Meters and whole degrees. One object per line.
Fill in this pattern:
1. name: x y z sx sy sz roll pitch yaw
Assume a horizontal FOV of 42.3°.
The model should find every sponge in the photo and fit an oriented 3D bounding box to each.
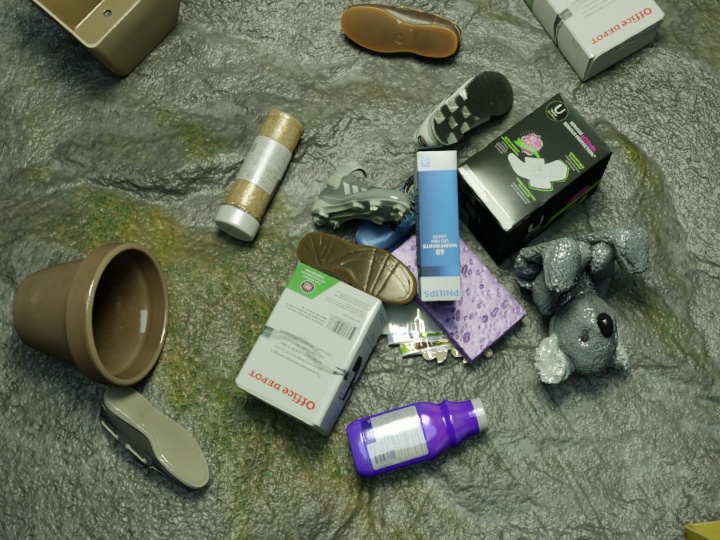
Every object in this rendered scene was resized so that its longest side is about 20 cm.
1. sponge: 0.139 0.026 1.379 0.111 0.030 0.201 -39 76 -10

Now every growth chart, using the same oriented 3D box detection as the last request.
1. growth chart: 0.101 0.065 1.392 0.196 0.018 0.148 3 73 4

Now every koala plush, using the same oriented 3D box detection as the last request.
1. koala plush: 0.311 0.055 1.323 0.174 0.183 0.204 -12 88 -23

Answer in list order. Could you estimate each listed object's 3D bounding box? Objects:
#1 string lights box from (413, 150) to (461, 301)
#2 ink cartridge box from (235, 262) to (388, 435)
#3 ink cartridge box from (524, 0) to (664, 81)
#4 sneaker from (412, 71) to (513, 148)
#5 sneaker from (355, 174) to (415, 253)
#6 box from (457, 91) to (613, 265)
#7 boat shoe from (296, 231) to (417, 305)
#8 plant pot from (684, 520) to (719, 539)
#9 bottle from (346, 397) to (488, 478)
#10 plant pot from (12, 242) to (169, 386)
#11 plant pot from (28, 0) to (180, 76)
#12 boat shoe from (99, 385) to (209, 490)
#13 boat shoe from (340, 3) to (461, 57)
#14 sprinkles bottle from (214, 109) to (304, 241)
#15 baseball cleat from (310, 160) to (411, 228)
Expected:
1. string lights box: 0.107 -0.060 1.310 0.058 0.103 0.204 -2 90 1
2. ink cartridge box: -0.068 0.115 1.344 0.145 0.083 0.202 24 76 18
3. ink cartridge box: 0.367 -0.428 1.494 0.144 0.084 0.202 -29 74 -5
4. sneaker: 0.156 -0.250 1.461 0.199 0.088 0.075 -33 99 -31
5. sneaker: 0.069 -0.102 1.408 0.199 0.089 0.079 -41 74 -7
6. box: 0.249 -0.133 1.376 0.199 0.149 0.125 -35 72 -7
7. boat shoe: 0.000 0.000 1.380 0.198 0.065 0.074 26 79 21
8. plant pot: 0.546 0.418 1.175 0.196 0.200 0.180 -6 84 1
9. bottle: 0.081 0.230 1.316 0.196 0.065 0.085 -17 73 -2
10. plant pot: -0.401 0.058 1.347 0.171 0.200 0.204 3 72 21
11. plant pot: -0.401 -0.434 1.490 0.199 0.177 0.200 39 79 13
12. boat shoe: -0.301 0.250 1.347 0.199 0.073 0.063 42 122 9
13. boat shoe: 0.068 -0.393 1.516 0.196 0.071 0.071 16 36 5
14. sprinkles bottle: -0.156 -0.148 1.445 0.067 0.068 0.203 21 75 9
15. baseball cleat: 0.002 -0.120 1.384 0.198 0.069 0.108 -3 61 43
